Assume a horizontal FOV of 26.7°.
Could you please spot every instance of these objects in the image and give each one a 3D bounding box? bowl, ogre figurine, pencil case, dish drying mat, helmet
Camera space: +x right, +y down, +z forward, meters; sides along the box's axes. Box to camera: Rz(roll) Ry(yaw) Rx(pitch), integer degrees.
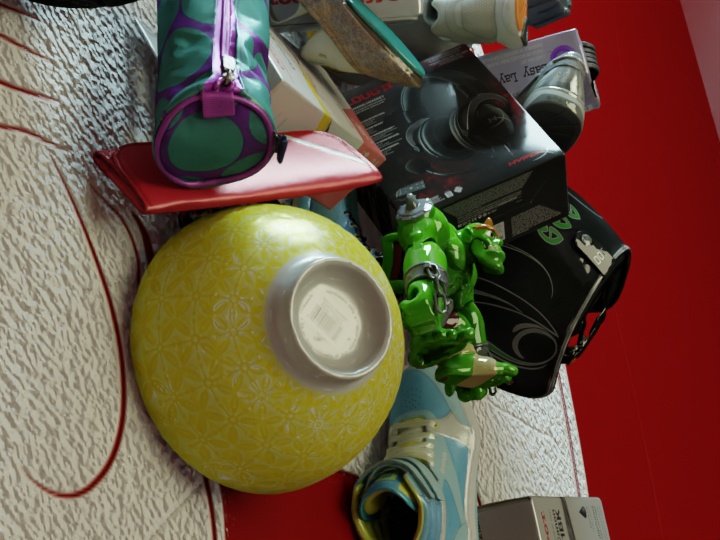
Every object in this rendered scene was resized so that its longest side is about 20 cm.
[{"bbox_3d":[-0.040,0.041,1.000,0.199,0.107,0.201,10,71,-31],"label":"bowl"},{"bbox_3d":[0.062,0.019,1.151,0.200,0.098,0.121,24,52,-51],"label":"ogre figurine"},{"bbox_3d":[-0.097,-0.151,1.024,0.085,0.093,0.201,10,47,-17],"label":"pencil case"},{"bbox_3d":[-0.082,-0.072,1.055,0.199,0.018,0.077,-8,39,-39],"label":"dish drying mat"},{"bbox_3d":[0.130,0.001,1.378,0.200,0.190,0.200,-51,160,-26],"label":"helmet"}]

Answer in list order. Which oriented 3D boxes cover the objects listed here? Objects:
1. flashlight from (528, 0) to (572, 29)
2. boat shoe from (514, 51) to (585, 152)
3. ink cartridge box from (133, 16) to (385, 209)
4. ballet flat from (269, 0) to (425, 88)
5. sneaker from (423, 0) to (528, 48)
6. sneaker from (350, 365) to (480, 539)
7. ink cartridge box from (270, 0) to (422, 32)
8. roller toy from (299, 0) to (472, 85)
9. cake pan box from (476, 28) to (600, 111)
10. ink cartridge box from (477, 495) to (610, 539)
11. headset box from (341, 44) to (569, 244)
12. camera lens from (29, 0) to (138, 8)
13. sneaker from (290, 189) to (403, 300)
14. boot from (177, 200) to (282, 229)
[{"bbox_3d":[0.113,-0.242,1.520,0.068,0.199,0.068,63,24,-20],"label":"flashlight"},{"bbox_3d":[0.158,-0.128,1.387,0.202,0.074,0.065,116,-7,-67],"label":"boat shoe"},{"bbox_3d":[-0.075,-0.137,1.159,0.200,0.067,0.117,30,22,-56],"label":"ink cartridge box"},{"bbox_3d":[-0.033,-0.206,1.198,0.200,0.067,0.068,50,15,3],"label":"ballet flat"},{"bbox_3d":[0.102,-0.236,1.340,0.200,0.091,0.076,-57,146,-78],"label":"sneaker"},{"bbox_3d":[0.042,0.154,1.234,0.130,0.079,0.201,37,40,-54],"label":"sneaker"},{"bbox_3d":[-0.028,-0.301,1.259,0.084,0.144,0.201,-115,-159,-86],"label":"ink cartridge box"},{"bbox_3d":[0.018,-0.268,1.411,0.182,0.139,0.201,18,66,-55],"label":"roller toy"},{"bbox_3d":[0.137,-0.170,1.480,0.184,0.199,0.053,8,67,-76],"label":"cake pan box"},{"bbox_3d":[0.171,0.287,1.406,0.200,0.083,0.145,16,59,-61],"label":"ink cartridge box"},{"bbox_3d":[0.065,-0.101,1.298,0.077,0.148,0.200,79,-16,-46],"label":"headset box"},{"bbox_3d":[-0.179,-0.282,0.972,0.160,0.159,0.201,18,56,-61],"label":"camera lens"},{"bbox_3d":[0.000,0.000,1.238,0.078,0.090,0.201,32,45,-55],"label":"sneaker"},{"bbox_3d":[-0.076,0.024,1.094,0.154,0.073,0.204,45,39,-33],"label":"boot"}]
